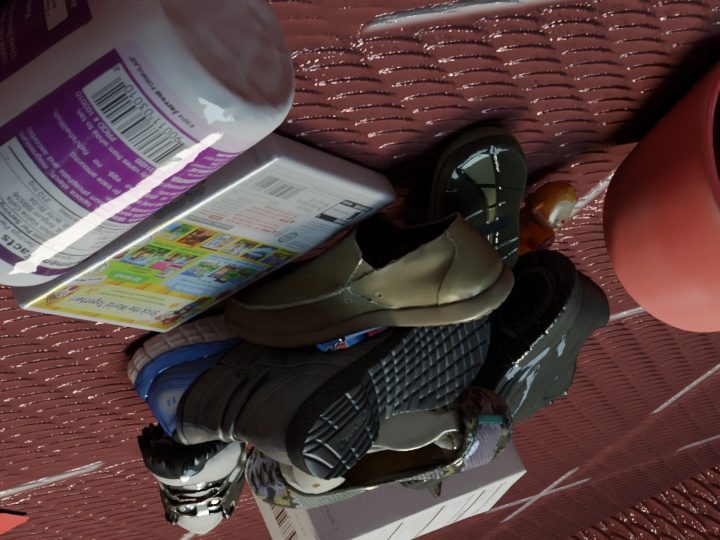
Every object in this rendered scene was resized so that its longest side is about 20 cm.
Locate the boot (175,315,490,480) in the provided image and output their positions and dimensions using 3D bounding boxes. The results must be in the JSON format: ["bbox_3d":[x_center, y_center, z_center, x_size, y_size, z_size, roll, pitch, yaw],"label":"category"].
[{"bbox_3d":[-0.018,0.060,1.644,0.131,0.070,0.200,13,-150,41],"label":"boot"}]

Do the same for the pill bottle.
[{"bbox_3d":[-0.135,-0.062,1.112,0.200,0.113,0.112,-32,164,25],"label":"pill bottle"}]

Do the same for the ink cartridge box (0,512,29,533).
[{"bbox_3d":[-0.350,0.236,1.934,0.161,0.050,0.200,-28,163,10],"label":"ink cartridge box"}]

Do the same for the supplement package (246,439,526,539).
[{"bbox_3d":[0.019,0.171,2.168,0.200,0.117,0.117,-20,164,-22],"label":"supplement package"}]

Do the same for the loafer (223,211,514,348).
[{"bbox_3d":[0.000,0.000,1.613,0.199,0.068,0.076,-9,-156,23],"label":"loafer"}]

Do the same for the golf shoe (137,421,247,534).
[{"bbox_3d":[-0.111,0.144,1.798,0.077,0.095,0.200,-4,-176,5],"label":"golf shoe"}]

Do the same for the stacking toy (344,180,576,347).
[{"bbox_3d":[0.086,0.008,1.783,0.200,0.110,0.116,-46,155,27],"label":"stacking toy"}]

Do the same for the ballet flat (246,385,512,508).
[{"bbox_3d":[0.001,0.115,1.693,0.200,0.072,0.072,-15,170,23],"label":"ballet flat"}]

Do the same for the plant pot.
[{"bbox_3d":[0.268,-0.047,1.708,0.200,0.201,0.177,-17,172,-29],"label":"plant pot"}]

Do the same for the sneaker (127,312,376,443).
[{"bbox_3d":[-0.054,0.064,1.729,0.200,0.089,0.079,-22,166,-11],"label":"sneaker"}]

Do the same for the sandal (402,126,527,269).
[{"bbox_3d":[0.064,-0.036,1.660,0.080,0.057,0.201,-18,148,-23],"label":"sandal"}]

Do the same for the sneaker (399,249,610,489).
[{"bbox_3d":[0.100,0.080,1.743,0.200,0.076,0.091,-47,141,15],"label":"sneaker"}]

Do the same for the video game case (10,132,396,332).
[{"bbox_3d":[-0.090,-0.020,1.518,0.182,0.023,0.200,-29,166,15],"label":"video game case"}]
